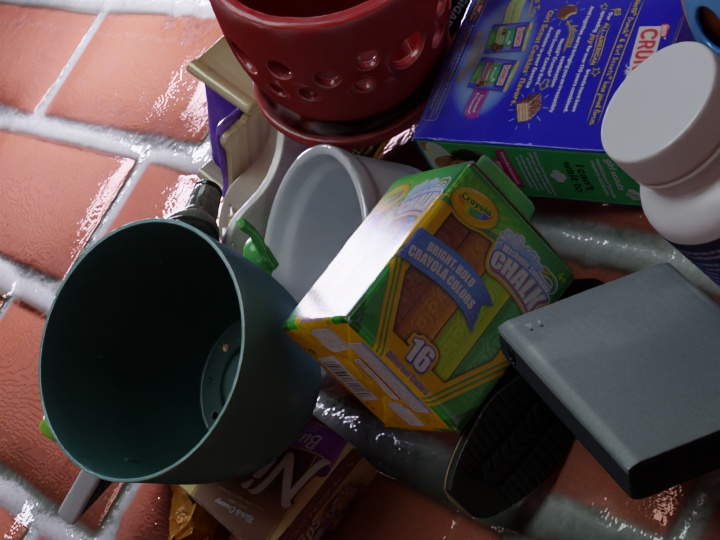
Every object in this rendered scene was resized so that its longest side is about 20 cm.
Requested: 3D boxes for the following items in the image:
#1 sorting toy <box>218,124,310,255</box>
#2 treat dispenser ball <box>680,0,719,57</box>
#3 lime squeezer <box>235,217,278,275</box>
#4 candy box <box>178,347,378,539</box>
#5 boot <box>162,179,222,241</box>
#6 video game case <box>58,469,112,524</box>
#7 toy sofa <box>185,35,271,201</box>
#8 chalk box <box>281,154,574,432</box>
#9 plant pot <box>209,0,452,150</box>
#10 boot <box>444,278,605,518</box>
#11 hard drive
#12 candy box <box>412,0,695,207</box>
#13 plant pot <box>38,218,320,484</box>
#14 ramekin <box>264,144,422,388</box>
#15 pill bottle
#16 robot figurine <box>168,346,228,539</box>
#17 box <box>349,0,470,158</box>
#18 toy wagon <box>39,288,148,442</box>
[{"bbox_3d":[-0.071,-0.088,1.630,0.200,0.106,0.182,-112,28,-77],"label":"sorting toy"},{"bbox_3d":[0.315,-0.209,1.207,0.200,0.200,0.202,-35,34,29],"label":"treat dispenser ball"},{"bbox_3d":[-0.101,-0.005,1.486,0.200,0.070,0.038,126,133,-56],"label":"lime squeezer"},{"bbox_3d":[-0.094,0.154,1.482,0.117,0.057,0.200,-49,49,-8],"label":"candy box"},{"bbox_3d":[-0.158,-0.035,1.625,0.200,0.067,0.131,115,171,-57],"label":"boot"},{"bbox_3d":[-0.192,0.121,1.630,0.200,0.023,0.182,-57,-5,37],"label":"video game case"},{"bbox_3d":[-0.128,-0.132,1.758,0.098,0.083,0.200,-44,-20,-23],"label":"toy sofa"},{"bbox_3d":[0.063,0.005,1.311,0.200,0.124,0.124,-52,18,-19],"label":"chalk box"},{"bbox_3d":[-0.015,-0.214,1.468,0.199,0.183,0.202,-8,53,10],"label":"plant pot"},{"bbox_3d":[0.101,0.096,1.338,0.200,0.078,0.138,-51,22,-23],"label":"boot"},{"bbox_3d":[0.195,0.069,1.185,0.139,0.033,0.200,-20,30,-12],"label":"hard drive"},{"bbox_3d":[0.165,-0.146,1.425,0.199,0.077,0.170,6,61,35],"label":"candy box"},{"bbox_3d":[-0.125,0.075,1.391,0.199,0.161,0.202,-9,73,31],"label":"plant pot"},{"bbox_3d":[0.000,0.000,1.480,0.200,0.097,0.202,-17,71,60],"label":"ramekin"},{"bbox_3d":[0.250,-0.051,1.136,0.119,0.200,0.120,-35,34,29],"label":"pill bottle"},{"bbox_3d":[-0.116,0.150,1.596,0.145,0.058,0.201,-30,38,35],"label":"robot figurine"},{"bbox_3d":[0.042,-0.184,1.649,0.201,0.049,0.160,-56,1,8],"label":"box"},{"bbox_3d":[-0.208,0.064,1.533,0.156,0.039,0.200,-61,-10,15],"label":"toy wagon"}]
